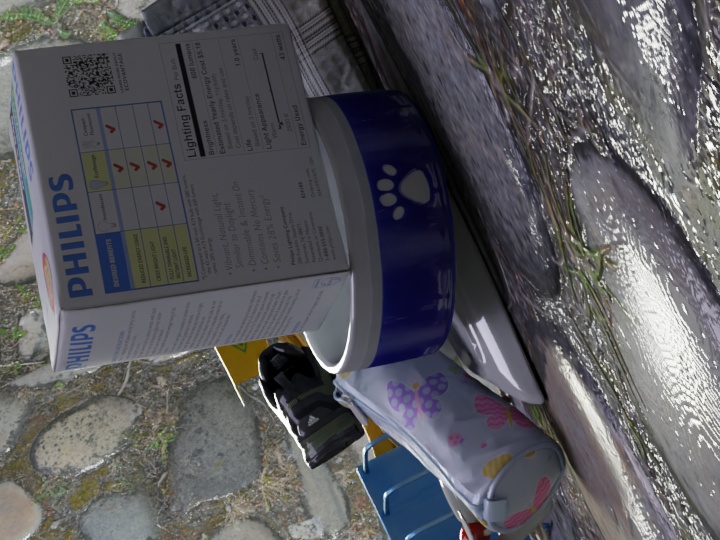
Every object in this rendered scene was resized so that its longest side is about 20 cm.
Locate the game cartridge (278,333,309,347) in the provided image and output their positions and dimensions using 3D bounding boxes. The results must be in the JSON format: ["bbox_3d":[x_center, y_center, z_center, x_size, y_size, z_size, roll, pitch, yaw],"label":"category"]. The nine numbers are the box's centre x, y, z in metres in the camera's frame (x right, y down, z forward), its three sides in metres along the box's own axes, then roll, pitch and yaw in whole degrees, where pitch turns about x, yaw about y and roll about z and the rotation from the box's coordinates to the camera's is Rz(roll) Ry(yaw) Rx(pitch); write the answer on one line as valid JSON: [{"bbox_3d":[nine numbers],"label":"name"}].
[{"bbox_3d":[-0.030,0.051,1.803,0.177,0.032,0.200,52,-157,-7],"label":"game cartridge"}]

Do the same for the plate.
[{"bbox_3d":[0.072,0.008,1.329,0.201,0.032,0.200,65,175,-6],"label":"plate"}]

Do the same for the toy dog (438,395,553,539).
[{"bbox_3d":[0.113,0.185,1.464,0.096,0.132,0.201,-27,94,47],"label":"toy dog"}]

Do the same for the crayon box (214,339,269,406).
[{"bbox_3d":[-0.145,0.024,1.730,0.126,0.051,0.201,-119,6,-49],"label":"crayon box"}]

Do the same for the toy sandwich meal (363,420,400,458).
[{"bbox_3d":[0.026,0.139,1.915,0.205,0.070,0.206,43,-153,-28],"label":"toy sandwich meal"}]

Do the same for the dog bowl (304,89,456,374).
[{"bbox_3d":[0.001,-0.030,1.248,0.200,0.078,0.202,171,90,-74],"label":"dog bowl"}]

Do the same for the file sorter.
[{"bbox_3d":[0.099,0.236,1.620,0.123,0.138,0.201,86,158,-72],"label":"file sorter"}]

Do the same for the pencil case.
[{"bbox_3d":[0.067,0.119,1.327,0.200,0.090,0.084,36,124,38],"label":"pencil case"}]

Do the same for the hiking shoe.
[{"bbox_3d":[-0.045,0.100,1.499,0.101,0.075,0.200,59,179,-10],"label":"hiking shoe"}]

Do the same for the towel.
[{"bbox_3d":[-0.086,-0.143,1.359,0.201,0.191,0.035,64,-160,-1],"label":"towel"}]

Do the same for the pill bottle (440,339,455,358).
[{"bbox_3d":[0.000,0.000,1.458,0.201,0.119,0.120,65,176,-8],"label":"pill bottle"}]

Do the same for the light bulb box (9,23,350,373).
[{"bbox_3d":[-0.133,-0.052,1.196,0.125,0.198,0.200,118,141,-63],"label":"light bulb box"}]
